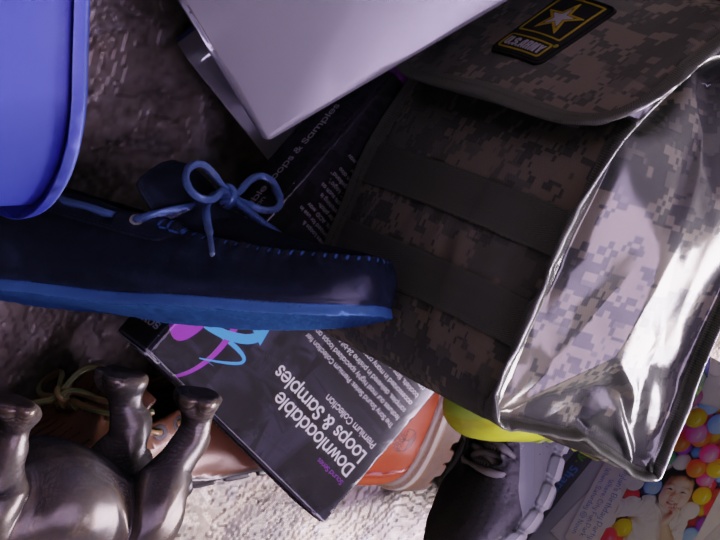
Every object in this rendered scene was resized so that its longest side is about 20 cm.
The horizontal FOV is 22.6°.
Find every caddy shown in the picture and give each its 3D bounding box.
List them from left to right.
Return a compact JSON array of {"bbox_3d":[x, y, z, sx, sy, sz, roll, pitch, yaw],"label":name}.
[{"bbox_3d":[-0.151,-0.114,0.664,0.105,0.141,0.200,-9,117,-32],"label":"caddy"}]

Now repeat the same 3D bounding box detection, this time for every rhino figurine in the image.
[{"bbox_3d":[-0.154,0.088,0.732,0.200,0.060,0.088,1,105,-35],"label":"rhino figurine"}]

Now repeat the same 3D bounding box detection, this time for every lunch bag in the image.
[{"bbox_3d":[0.083,-0.037,0.758,0.117,0.164,0.200,23,92,-35],"label":"lunch bag"}]

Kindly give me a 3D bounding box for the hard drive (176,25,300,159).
[{"bbox_3d":[0.029,-0.122,0.851,0.200,0.025,0.132,-36,133,3],"label":"hard drive"}]

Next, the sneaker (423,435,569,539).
[{"bbox_3d":[0.076,0.064,1.005,0.200,0.075,0.116,-55,131,-19],"label":"sneaker"}]

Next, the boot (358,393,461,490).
[{"bbox_3d":[0.015,0.022,0.925,0.107,0.075,0.200,7,108,-37],"label":"boot"}]

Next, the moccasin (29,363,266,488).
[{"bbox_3d":[-0.116,0.074,0.837,0.201,0.074,0.078,-11,104,-33],"label":"moccasin"}]

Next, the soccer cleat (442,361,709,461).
[{"bbox_3d":[0.119,0.069,0.946,0.200,0.065,0.084,-14,115,-45],"label":"soccer cleat"}]

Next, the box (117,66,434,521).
[{"bbox_3d":[0.000,0.000,0.840,0.200,0.036,0.143,-49,127,-12],"label":"box"}]

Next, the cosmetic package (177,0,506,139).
[{"bbox_3d":[0.015,-0.154,0.759,0.200,0.081,0.113,-28,105,3],"label":"cosmetic package"}]

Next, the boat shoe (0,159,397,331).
[{"bbox_3d":[-0.082,-0.015,0.740,0.084,0.200,0.069,40,58,-75],"label":"boat shoe"}]

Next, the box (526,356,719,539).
[{"bbox_3d":[0.173,0.124,1.017,0.156,0.200,0.041,-48,136,-10],"label":"box"}]
